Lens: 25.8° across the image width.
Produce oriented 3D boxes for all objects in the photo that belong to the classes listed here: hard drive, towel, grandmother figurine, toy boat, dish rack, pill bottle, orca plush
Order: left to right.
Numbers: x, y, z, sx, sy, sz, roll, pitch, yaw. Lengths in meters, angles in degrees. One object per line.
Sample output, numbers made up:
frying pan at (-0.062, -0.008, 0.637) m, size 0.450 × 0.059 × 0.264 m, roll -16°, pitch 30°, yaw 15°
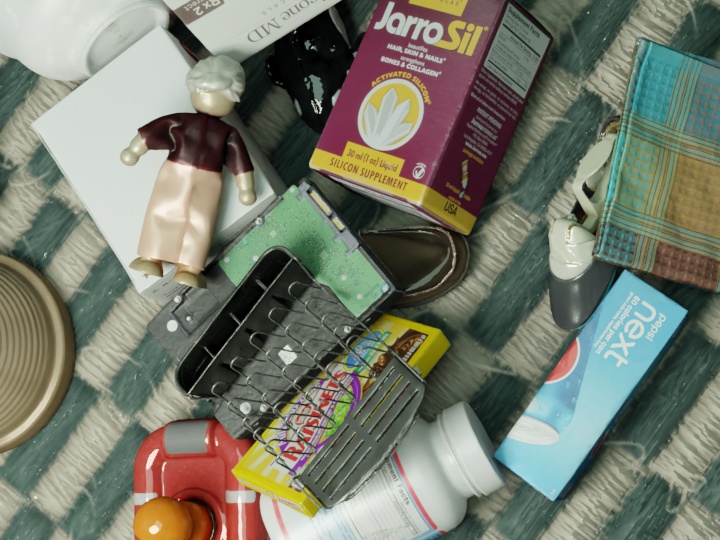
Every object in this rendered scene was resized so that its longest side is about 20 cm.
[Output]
toy boat at (-0.156, 0.229, 1.394) m, size 0.130 × 0.131 × 0.200 m, roll -6°, pitch 80°, yaw 22°
grandmother figurine at (-0.147, -0.091, 1.362) m, size 0.121 × 0.061 × 0.200 m, roll 17°, pitch 90°, yaw -21°
hard drive at (-0.076, 0.034, 1.391) m, size 0.200 × 0.038 × 0.140 m, roll -44°, pitch 73°, yaw 11°
dish rack at (-0.046, 0.093, 1.307) m, size 0.200 × 0.055 × 0.153 m, roll 42°, pitch 98°, yaw 34°
orca plush at (-0.042, -0.232, 1.472) m, size 0.105 × 0.071 × 0.200 m, roll 7°, pitch 83°, yaw 15°
pill bottle at (0.021, 0.195, 1.374) m, size 0.200 × 0.109 × 0.109 m, roll -28°, pitch 76°, yaw 8°
towel at (0.287, -0.089, 1.364) m, size 0.146 × 0.022 × 0.200 m, roll 15°, pitch 83°, yaw -13°

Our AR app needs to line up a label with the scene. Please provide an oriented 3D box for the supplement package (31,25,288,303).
supplement package at (-0.177, -0.094, 1.464) m, size 0.156 × 0.111 × 0.200 m, roll -36°, pitch 76°, yaw 6°

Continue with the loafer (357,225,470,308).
loafer at (0.000, 0.000, 1.427) m, size 0.200 × 0.071 × 0.073 m, roll -10°, pitch 80°, yaw 12°

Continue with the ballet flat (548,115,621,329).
ballet flat at (0.203, -0.048, 1.383) m, size 0.073 × 0.073 × 0.200 m, roll 24°, pitch 87°, yaw 16°

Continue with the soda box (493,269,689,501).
soda box at (0.202, 0.102, 1.367) m, size 0.068 × 0.064 × 0.200 m, roll 35°, pitch 90°, yaw 16°

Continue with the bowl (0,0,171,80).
bowl at (-0.240, -0.242, 1.453) m, size 0.201 × 0.201 × 0.090 m, roll -42°, pitch 73°, yaw 5°

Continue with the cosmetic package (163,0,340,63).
cosmetic package at (-0.115, -0.319, 1.351) m, size 0.165 × 0.200 × 0.165 m, roll -29°, pitch 50°, yaw 14°

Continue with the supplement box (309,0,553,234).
supplement box at (0.064, -0.151, 1.403) m, size 0.131 × 0.103 × 0.200 m, roll 20°, pitch 86°, yaw 34°

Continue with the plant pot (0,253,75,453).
plant pot at (-0.382, 0.076, 1.498) m, size 0.200 × 0.093 × 0.201 m, roll -2°, pitch 82°, yaw 12°

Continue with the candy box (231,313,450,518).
candy box at (-0.017, 0.120, 1.376) m, size 0.102 × 0.026 × 0.200 m, roll 13°, pitch 57°, yaw 50°
